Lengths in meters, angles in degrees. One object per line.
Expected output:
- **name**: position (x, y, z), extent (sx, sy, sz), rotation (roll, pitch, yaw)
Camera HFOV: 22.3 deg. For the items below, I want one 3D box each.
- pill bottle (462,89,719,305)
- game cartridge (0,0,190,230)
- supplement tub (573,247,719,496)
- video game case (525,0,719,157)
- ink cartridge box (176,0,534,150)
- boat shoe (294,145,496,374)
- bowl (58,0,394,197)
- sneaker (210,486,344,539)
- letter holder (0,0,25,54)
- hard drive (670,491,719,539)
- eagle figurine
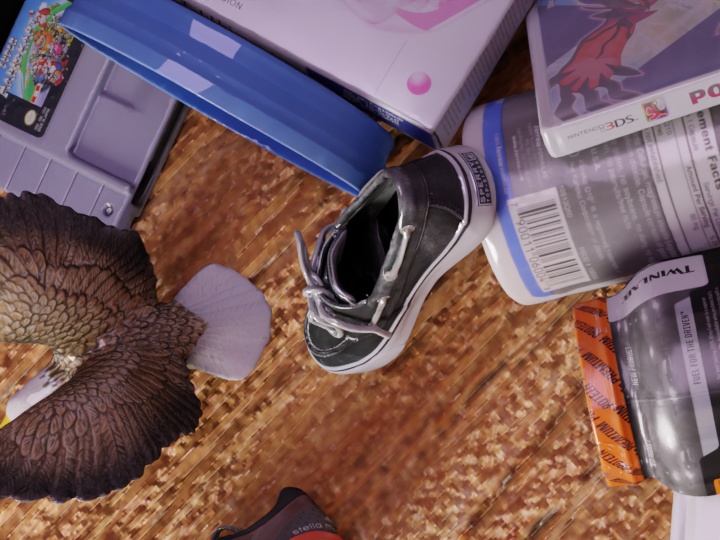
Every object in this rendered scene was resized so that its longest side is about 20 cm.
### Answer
- **pill bottle**: position (0.164, -0.058, 0.966), extent (0.199, 0.114, 0.114), rotation (-15, 77, 17)
- **game cartridge**: position (-0.161, -0.130, 1.138), extent (0.129, 0.038, 0.201), rotation (25, 90, 17)
- **supplement tub**: position (0.213, 0.044, 0.916), extent (0.199, 0.123, 0.123), rotation (-11, 78, 9)
- **video game case**: position (0.175, -0.148, 0.955), extent (0.181, 0.023, 0.200), rotation (-18, 35, 13)
- **ink cartridge box**: position (0.010, -0.195, 0.994), extent (0.196, 0.043, 0.201), rotation (28, 83, 16)
- **boat shoe**: position (0.001, 0.002, 0.983), extent (0.199, 0.068, 0.074), rotation (-44, 62, 55)
- **bowl**: position (-0.070, -0.102, 1.010), extent (0.200, 0.201, 0.039), rotation (29, 90, 21)
- **sneaker**: position (-0.087, 0.201, 1.051), extent (0.200, 0.077, 0.082), rotation (-39, 44, 9)
- **letter holder**: position (-0.301, -0.174, 1.160), extent (0.142, 0.101, 0.201), rotation (17, 88, 23)
- **hard drive**: position (0.260, 0.157, 0.944), extent (0.199, 0.026, 0.133), rotation (3, 83, 20)
- **eagle figurine**: position (-0.154, 0.048, 1.013), extent (0.151, 0.200, 0.152), rotation (24, 91, 15)
